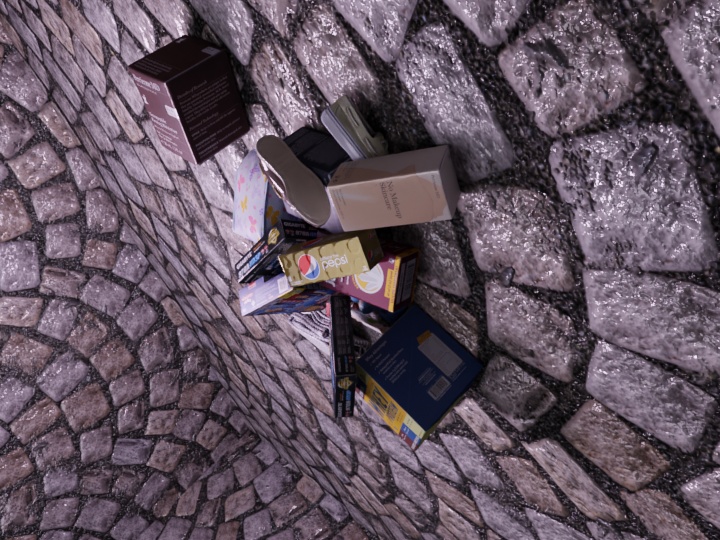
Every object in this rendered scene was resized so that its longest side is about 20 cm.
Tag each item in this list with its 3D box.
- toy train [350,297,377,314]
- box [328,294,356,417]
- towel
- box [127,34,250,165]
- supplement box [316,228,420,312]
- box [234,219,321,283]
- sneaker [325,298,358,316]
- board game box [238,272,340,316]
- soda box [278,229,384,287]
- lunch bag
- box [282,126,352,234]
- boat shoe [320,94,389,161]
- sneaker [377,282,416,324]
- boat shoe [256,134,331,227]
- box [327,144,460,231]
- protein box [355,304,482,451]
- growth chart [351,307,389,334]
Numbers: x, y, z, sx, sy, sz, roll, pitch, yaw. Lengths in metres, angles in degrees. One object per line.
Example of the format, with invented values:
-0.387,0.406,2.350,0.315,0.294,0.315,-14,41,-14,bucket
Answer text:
0.000,0.000,1.298,0.117,0.083,0.202,56,159,28,toy train
-0.040,0.181,1.281,0.161,0.045,0.204,95,171,-49,box
-0.082,0.171,1.633,0.198,0.087,0.166,22,163,46,towel
-0.376,-0.380,1.349,0.164,0.164,0.203,29,147,36,box
0.009,-0.009,1.194,0.196,0.085,0.113,18,111,29,supplement box
-0.159,-0.033,1.319,0.199,0.156,0.047,-38,61,40,box
-0.042,0.062,1.483,0.084,0.076,0.201,8,159,3,sneaker
-0.131,0.045,1.332,0.198,0.197,0.063,-26,70,42,board game box
-0.056,-0.026,1.137,0.196,0.064,0.069,-12,107,35,soda box
-0.208,-0.171,1.390,0.168,0.125,0.206,19,110,50,lunch bag
-0.071,-0.175,1.190,0.198,0.107,0.151,27,145,40,box
0.016,-0.213,1.052,0.062,0.072,0.200,-39,107,20,boat shoe
0.081,0.052,1.285,0.077,0.066,0.203,25,143,30,sneaker
-0.122,-0.155,1.101,0.201,0.071,0.060,50,159,13,boat shoe
0.056,-0.132,0.988,0.195,0.078,0.097,-6,125,28,box
0.117,0.228,1.303,0.199,0.198,0.136,41,153,19,protein box
0.021,0.125,1.429,0.142,0.018,0.200,29,173,17,growth chart
